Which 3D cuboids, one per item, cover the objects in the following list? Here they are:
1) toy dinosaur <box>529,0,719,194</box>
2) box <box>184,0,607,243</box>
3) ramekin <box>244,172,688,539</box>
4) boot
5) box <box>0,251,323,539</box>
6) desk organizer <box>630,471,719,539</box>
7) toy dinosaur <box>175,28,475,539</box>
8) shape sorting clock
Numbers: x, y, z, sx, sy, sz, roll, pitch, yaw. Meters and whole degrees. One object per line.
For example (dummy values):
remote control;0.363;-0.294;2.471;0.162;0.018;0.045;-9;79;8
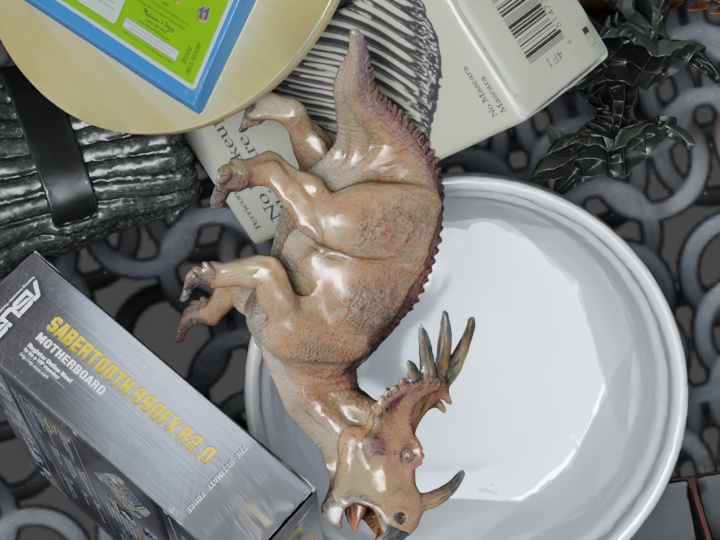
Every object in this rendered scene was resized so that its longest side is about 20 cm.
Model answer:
toy dinosaur;0.108;-0.124;0.966;0.200;0.102;0.136;-15;53;8
box;0.008;-0.082;0.923;0.068;0.200;0.082;-39;99;-39
ramekin;0.048;0.051;0.982;0.200;0.105;0.200;0;96;1
boot;-0.184;-0.086;0.976;0.158;0.079;0.211;-29;77;-9
box;-0.089;0.090;0.920;0.158;0.200;0.048;38;74;15
desk organizer;0.201;0.137;1.009;0.200;0.072;0.077;-9;94;1
toy dinosaur;0.000;0.000;0.874;0.135;0.086;0.200;17;104;-2
shape sorting clock;-0.083;-0.156;0.880;0.200;0.039;0.200;1;92;33
